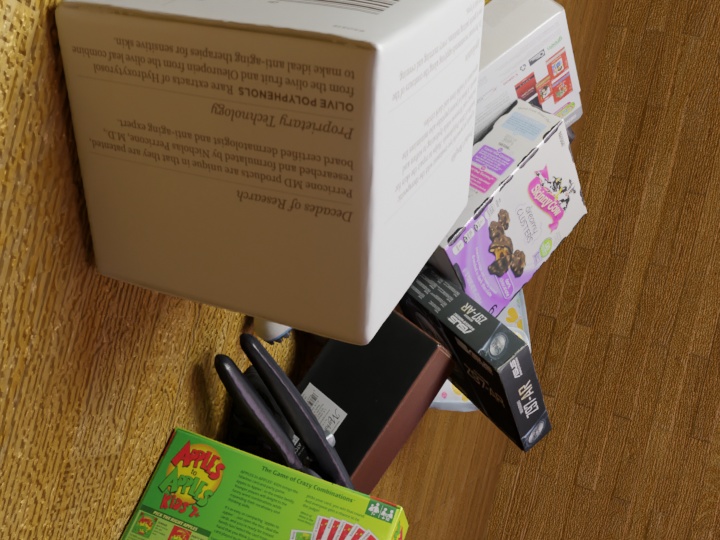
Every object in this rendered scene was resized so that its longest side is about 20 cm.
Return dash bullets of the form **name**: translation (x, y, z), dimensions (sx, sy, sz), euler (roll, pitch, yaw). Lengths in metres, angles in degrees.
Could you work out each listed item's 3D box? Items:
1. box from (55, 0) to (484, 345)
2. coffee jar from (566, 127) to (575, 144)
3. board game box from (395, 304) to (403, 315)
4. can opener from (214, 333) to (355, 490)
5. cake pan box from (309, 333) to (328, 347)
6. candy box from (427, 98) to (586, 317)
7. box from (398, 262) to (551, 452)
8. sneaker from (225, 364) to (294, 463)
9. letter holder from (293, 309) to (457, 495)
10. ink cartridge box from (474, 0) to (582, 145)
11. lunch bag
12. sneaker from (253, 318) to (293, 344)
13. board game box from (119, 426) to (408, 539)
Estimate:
- **box**: translation (-0.042, -0.094, 0.534), dimensions (0.199, 0.196, 0.174), euler (-50, 146, -53)
- **coffee jar**: translation (0.169, -0.161, 1.086), dimensions (0.106, 0.197, 0.085), euler (63, 0, 2)
- **board game box**: translation (0.117, -0.002, 1.122), dimensions (0.151, 0.046, 0.201), euler (-40, 164, -19)
- **can opener**: translation (-0.057, 0.138, 0.718), dimensions (0.063, 0.078, 0.203), euler (-36, 111, -27)
- **cake pan box**: translation (0.000, 0.000, 0.950), dimensions (0.200, 0.051, 0.187), euler (56, 48, -65)
- **candy box**: translation (0.161, -0.061, 0.970), dimensions (0.200, 0.071, 0.168), euler (-47, 139, -11)
- **box**: translation (0.120, 0.089, 0.945), dimensions (0.043, 0.200, 0.161), euler (-37, 136, -12)
- **sneaker**: translation (-0.106, 0.193, 0.760), dimensions (0.104, 0.059, 0.203), euler (-53, 154, -58)
- **letter holder**: translation (0.002, 0.142, 0.882), dimensions (0.202, 0.100, 0.142), euler (-55, 159, -2)
- **ink cartridge box**: translation (0.151, -0.200, 0.990), dimensions (0.199, 0.084, 0.176), euler (-36, 142, -2)
- **lunch bag**: translation (0.164, 0.120, 1.246), dimensions (0.202, 0.166, 0.129), euler (-82, 172, -48)
- **sneaker**: translation (-0.054, -0.033, 0.764), dimensions (0.072, 0.071, 0.203), euler (30, 79, -35)
- **board game box**: translation (-0.073, 0.202, 0.644), dimensions (0.048, 0.196, 0.103), euler (74, 36, -56)
